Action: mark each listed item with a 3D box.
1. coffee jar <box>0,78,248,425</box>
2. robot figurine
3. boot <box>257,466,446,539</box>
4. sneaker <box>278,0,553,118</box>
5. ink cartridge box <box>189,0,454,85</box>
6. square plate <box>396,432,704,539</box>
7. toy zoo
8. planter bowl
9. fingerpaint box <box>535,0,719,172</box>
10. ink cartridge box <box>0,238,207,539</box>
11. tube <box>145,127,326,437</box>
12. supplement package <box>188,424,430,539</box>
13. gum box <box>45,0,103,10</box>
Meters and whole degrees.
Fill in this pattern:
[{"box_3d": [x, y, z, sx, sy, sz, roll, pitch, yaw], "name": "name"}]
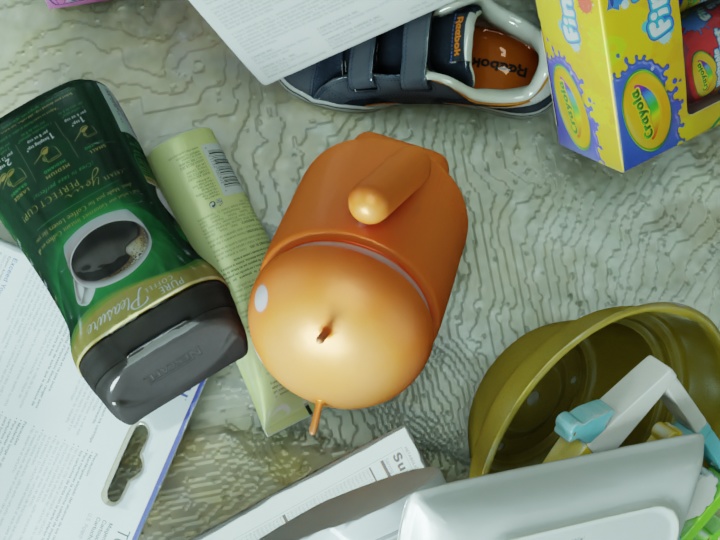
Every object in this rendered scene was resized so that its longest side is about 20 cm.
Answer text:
[{"box_3d": [-0.153, -0.011, 0.782, 0.104, 0.085, 0.201, -30, 71, -7], "name": "coffee jar"}, {"box_3d": [0.000, -0.001, 0.770, 0.143, 0.201, 0.117, -26, 119, 36], "name": "robot figurine"}, {"box_3d": [-0.026, 0.190, 0.691, 0.198, 0.074, 0.096, -28, 93, 2], "name": "boot"}, {"box_3d": [0.037, -0.145, 0.834, 0.197, 0.079, 0.080, 4, 83, 4], "name": "sneaker"}, {"box_3d": [-0.040, -0.209, 0.742, 0.159, 0.200, 0.048, -20, 52, 19], "name": "ink cartridge box"}, {"box_3d": [0.099, 0.192, 0.709, 0.198, 0.028, 0.200, -6, 121, -28], "name": "square plate"}, {"box_3d": [0.160, 0.137, 0.752, 0.131, 0.200, 0.020, -47, 41, -5], "name": "toy zoo"}, {"box_3d": [0.127, 0.094, 0.776, 0.201, 0.201, 0.083, -47, 41, -5], "name": "planter bowl"}, {"box_3d": [0.189, -0.187, 0.766, 0.166, 0.073, 0.202, -25, 120, -19], "name": "fingerpaint box"}, {"box_3d": [-0.214, 0.097, 0.826, 0.198, 0.043, 0.198, 23, 82, 3], "name": "ink cartridge box"}, {"box_3d": [-0.077, 0.005, 0.830, 0.058, 0.052, 0.201, -28, 83, 2], "name": "tube"}, {"box_3d": [-0.033, 0.189, 0.774, 0.198, 0.110, 0.115, -28, 82, -2], "name": "supplement package"}, {"box_3d": [-0.156, -0.233, 0.793, 0.112, 0.200, 0.067, -12, 82, -8], "name": "gum box"}]
